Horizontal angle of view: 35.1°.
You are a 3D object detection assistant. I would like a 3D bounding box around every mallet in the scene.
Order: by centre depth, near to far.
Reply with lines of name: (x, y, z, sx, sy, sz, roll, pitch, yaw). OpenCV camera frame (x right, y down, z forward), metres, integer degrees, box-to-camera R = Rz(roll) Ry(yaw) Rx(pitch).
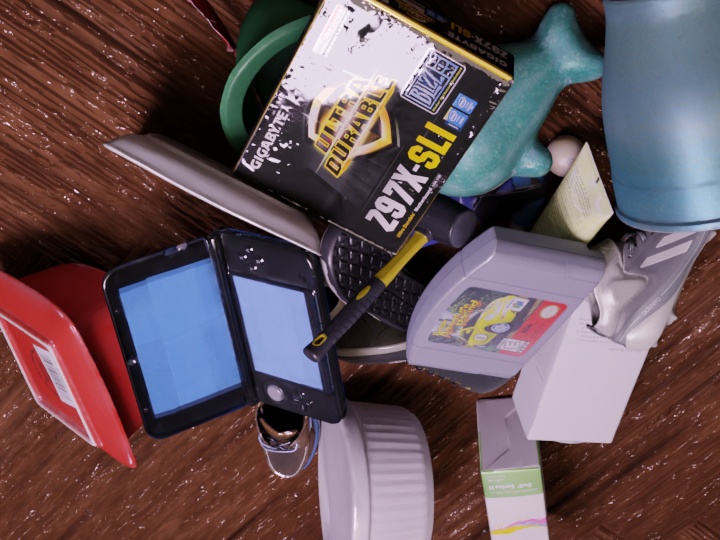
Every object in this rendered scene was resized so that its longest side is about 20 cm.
mallet: (0.029, 0.009, 1.003, 0.066, 0.200, 0.041, 20, 151, 33)

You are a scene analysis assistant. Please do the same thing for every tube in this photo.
tube: (0.188, -0.030, 1.081, 0.058, 0.052, 0.200, 37, 146, 10)

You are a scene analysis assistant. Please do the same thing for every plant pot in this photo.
plant pot: (0.287, -0.158, 0.946, 0.199, 0.200, 0.189, -16, 110, 13)

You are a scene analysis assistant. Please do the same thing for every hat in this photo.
hat: (-0.082, -0.218, 1.015, 0.165, 0.176, 0.200, -29, 148, -5)

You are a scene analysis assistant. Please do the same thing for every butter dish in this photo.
butter dish: (-0.263, 0.069, 1.162, 0.148, 0.199, 0.201, -34, 126, -29)

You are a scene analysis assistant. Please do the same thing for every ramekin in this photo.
ramekin: (0.015, 0.237, 1.242, 0.094, 0.203, 0.203, -1, 127, -13)

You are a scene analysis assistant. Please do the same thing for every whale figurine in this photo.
whale figurine: (0.118, -0.150, 0.995, 0.200, 0.104, 0.159, -33, 91, 12)

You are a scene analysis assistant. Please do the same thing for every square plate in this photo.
square plate: (-0.121, -0.075, 1.013, 0.198, 0.200, 0.029, 26, 94, -6)

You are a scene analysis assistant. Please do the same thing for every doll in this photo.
doll: (0.122, -0.077, 1.091, 0.199, 0.049, 0.137, -24, 121, 11)

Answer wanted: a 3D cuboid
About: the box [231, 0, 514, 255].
box: (0.008, -0.125, 0.924, 0.159, 0.049, 0.200, 26, 126, -12)

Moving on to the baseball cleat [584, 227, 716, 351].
baseball cleat: (0.270, -0.028, 1.062, 0.106, 0.070, 0.201, 22, 85, -13)

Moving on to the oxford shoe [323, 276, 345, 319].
oxford shoe: (-0.096, 0.051, 1.165, 0.199, 0.074, 0.071, -26, 81, 12)

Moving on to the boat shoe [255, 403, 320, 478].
boat shoe: (-0.087, 0.162, 1.255, 0.072, 0.072, 0.201, 7, 125, 9)

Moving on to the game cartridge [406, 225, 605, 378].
game cartridge: (0.124, 0.036, 1.073, 0.133, 0.041, 0.200, 13, 141, -16)

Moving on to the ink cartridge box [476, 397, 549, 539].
ink cartridge box: (0.176, 0.255, 1.289, 0.067, 0.117, 0.201, -7, 125, 8)

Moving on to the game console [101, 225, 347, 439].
game console: (-0.123, 0.074, 1.068, 0.170, 0.118, 0.201, 13, 128, 33)

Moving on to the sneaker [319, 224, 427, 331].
sneaker: (0.000, 0.000, 1.104, 0.072, 0.083, 0.200, -49, 144, -4)

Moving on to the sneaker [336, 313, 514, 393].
sneaker: (0.071, 0.090, 1.200, 0.199, 0.075, 0.107, -9, 126, 8)

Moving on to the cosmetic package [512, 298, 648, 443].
cosmetic package: (0.234, 0.080, 1.173, 0.101, 0.074, 0.201, 6, 124, -14)
